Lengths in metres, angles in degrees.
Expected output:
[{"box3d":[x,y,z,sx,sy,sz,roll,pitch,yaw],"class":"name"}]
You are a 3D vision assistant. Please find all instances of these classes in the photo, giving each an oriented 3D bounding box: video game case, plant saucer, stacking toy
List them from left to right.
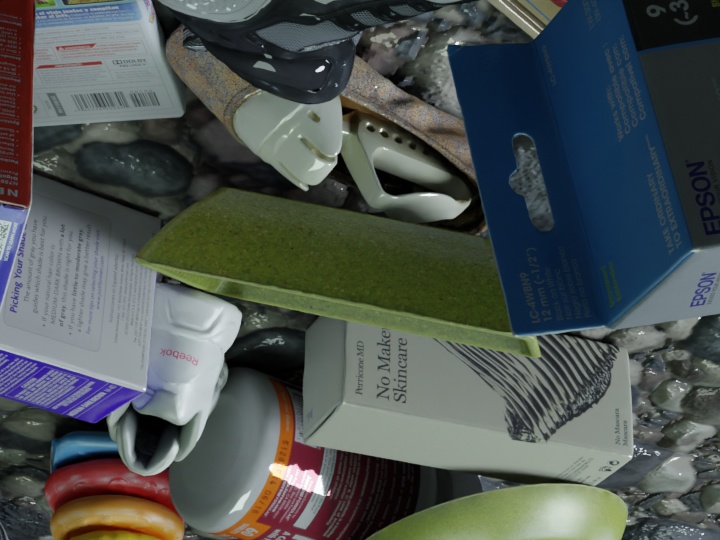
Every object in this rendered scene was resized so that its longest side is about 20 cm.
[{"box3d":[-0.171,-0.128,0.893,0.142,0.018,0.200,-3,151,8],"class":"video game case"},{"box3d":[-0.169,0.218,1.332,0.109,0.201,0.116,5,152,-8],"class":"stacking toy"},{"box3d":[0.000,0.000,1.010,0.199,0.048,0.200,11,176,7],"class":"plant saucer"},{"box3d":[0.084,0.196,1.269,0.199,0.031,0.200,-11,152,-6],"class":"plant saucer"}]

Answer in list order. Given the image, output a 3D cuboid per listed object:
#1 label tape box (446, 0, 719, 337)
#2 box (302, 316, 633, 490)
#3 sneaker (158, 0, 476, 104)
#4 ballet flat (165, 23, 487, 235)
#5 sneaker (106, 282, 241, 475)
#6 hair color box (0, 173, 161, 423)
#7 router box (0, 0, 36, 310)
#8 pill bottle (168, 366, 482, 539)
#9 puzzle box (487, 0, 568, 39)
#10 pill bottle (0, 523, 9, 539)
[{"box3d":[0.148,-0.060,0.792,0.199,0.144,0.066,-7,153,-8],"class":"label tape box"},{"box3d":[0.067,0.077,1.195,0.199,0.083,0.068,11,150,-21],"class":"box"},{"box3d":[0.007,-0.129,0.836,0.199,0.076,0.114,-4,159,5],"class":"sneaker"},{"box3d":[-0.006,-0.066,0.948,0.199,0.068,0.068,19,137,-30],"class":"ballet flat"},{"box3d":[-0.125,0.078,1.162,0.077,0.100,0.200,17,160,-1],"class":"sneaker"},{"box3d":[-0.209,0.000,1.031,0.199,0.110,0.065,21,147,-32],"class":"hair color box"},{"box3d":[-0.188,-0.011,0.839,0.049,0.180,0.201,11,128,-17],"class":"router box"},{"box3d":[-0.020,0.142,1.285,0.199,0.110,0.109,23,144,-34],"class":"pill bottle"},{"box3d":[0.163,-0.142,0.851,0.199,0.026,0.133,-21,145,34],"class":"puzzle box"},{"box3d":[-0.324,0.204,1.399,0.113,0.114,0.200,-7,150,14],"class":"pill bottle"}]
